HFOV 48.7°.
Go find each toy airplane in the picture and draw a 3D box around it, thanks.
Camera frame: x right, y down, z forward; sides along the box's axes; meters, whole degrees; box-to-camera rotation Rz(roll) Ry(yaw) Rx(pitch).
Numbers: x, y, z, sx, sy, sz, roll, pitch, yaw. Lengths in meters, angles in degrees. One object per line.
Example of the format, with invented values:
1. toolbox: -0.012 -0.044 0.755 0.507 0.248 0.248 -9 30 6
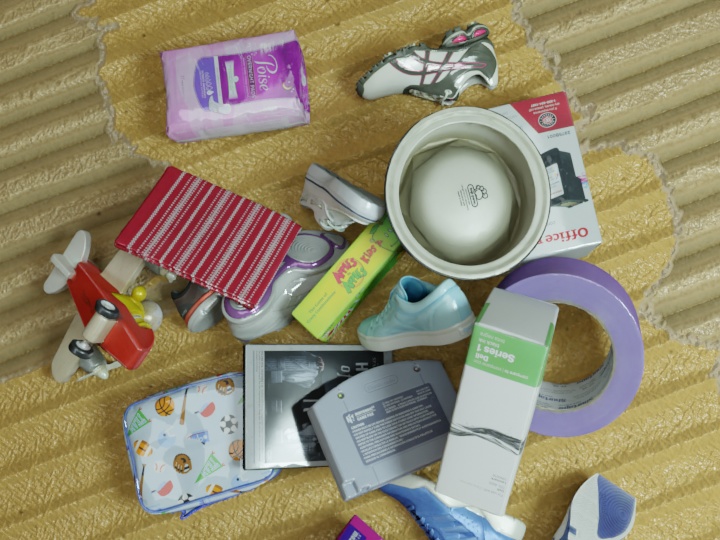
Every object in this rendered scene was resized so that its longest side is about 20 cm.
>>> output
1. toy airplane: -0.325 0.043 1.039 0.197 0.140 0.203 -14 65 36

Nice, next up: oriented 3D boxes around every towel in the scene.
1. towel: -0.189 -0.044 0.994 0.197 0.023 0.146 24 56 4

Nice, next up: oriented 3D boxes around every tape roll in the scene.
1. tape roll: 0.240 0.091 0.967 0.196 0.085 0.205 4 105 16

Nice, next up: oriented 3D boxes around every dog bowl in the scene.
1. dog bowl: 0.121 -0.085 0.947 0.195 0.074 0.205 1 83 -5

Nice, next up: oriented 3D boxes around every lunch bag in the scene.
1. lunch bag: -0.204 0.225 1.024 0.196 0.076 0.164 -16 84 1

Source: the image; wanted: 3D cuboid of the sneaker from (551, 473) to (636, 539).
1. sneaker: 0.254 0.350 0.973 0.080 0.116 0.200 35 57 6

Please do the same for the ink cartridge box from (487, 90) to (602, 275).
1. ink cartridge box: 0.217 -0.109 1.034 0.143 0.083 0.204 -12 81 2

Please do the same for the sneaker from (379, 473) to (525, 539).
1. sneaker: 0.097 0.329 0.985 0.197 0.077 0.113 23 75 0

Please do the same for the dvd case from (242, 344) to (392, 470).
1. dvd case: -0.051 0.170 1.006 0.196 0.025 0.154 2 80 -18

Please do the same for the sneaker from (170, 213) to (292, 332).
1. sneaker: -0.176 -0.014 1.056 0.200 0.077 0.082 -45 73 -5

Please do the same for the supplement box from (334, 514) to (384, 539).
1. supplement box: 0.026 0.413 0.953 0.199 0.101 0.104 38 113 8

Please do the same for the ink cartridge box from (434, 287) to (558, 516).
1. ink cartridge box: 0.152 0.141 0.883 0.083 0.146 0.204 16 108 14

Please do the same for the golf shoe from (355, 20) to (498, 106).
1. golf shoe: 0.091 -0.261 1.070 0.196 0.077 0.090 -20 88 2

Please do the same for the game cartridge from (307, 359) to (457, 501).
1. game cartridge: 0.037 0.185 0.978 0.197 0.041 0.135 -13 71 -31

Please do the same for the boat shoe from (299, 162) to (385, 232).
1. boat shoe: -0.026 -0.080 1.009 0.072 0.200 0.068 21 99 -23

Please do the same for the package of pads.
1. package of pads: -0.171 -0.247 1.084 0.195 0.076 0.123 -8 84 3

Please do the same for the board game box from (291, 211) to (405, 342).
1. board game box: 0.000 0.000 1.025 0.047 0.102 0.200 41 87 8

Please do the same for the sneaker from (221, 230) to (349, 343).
1. sneaker: -0.098 0.019 1.050 0.199 0.100 0.075 -35 60 -23

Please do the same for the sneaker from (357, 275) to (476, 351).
1. sneaker: 0.059 0.045 0.968 0.073 0.198 0.083 -29 100 -40
